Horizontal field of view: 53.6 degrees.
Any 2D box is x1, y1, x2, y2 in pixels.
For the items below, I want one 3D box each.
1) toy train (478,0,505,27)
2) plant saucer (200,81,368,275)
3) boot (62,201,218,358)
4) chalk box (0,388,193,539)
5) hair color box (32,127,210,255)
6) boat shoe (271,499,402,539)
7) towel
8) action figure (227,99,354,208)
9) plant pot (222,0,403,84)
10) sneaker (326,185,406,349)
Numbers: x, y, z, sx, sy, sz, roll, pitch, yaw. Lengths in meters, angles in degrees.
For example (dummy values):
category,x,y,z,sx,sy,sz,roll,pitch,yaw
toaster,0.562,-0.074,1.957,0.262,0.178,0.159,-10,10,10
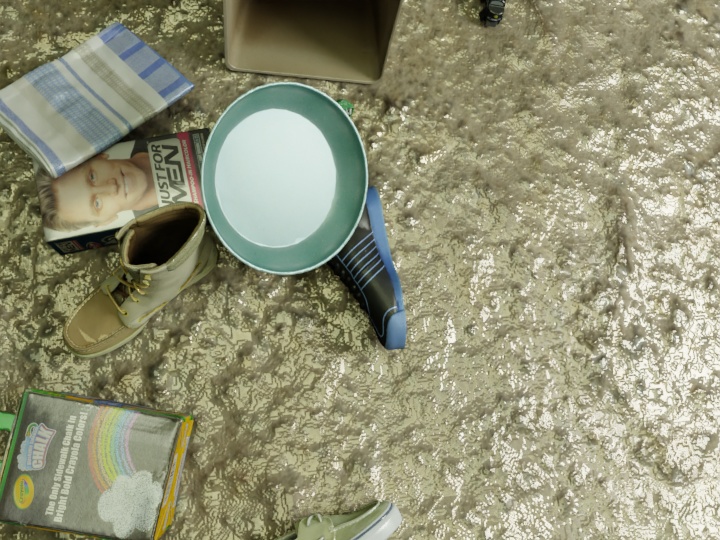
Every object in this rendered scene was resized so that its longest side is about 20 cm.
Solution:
category,x,y,z,sx,sy,sz,roll,pitch,yaw
toy train,0.182,-0.427,0.958,0.034,0.046,0.203,5,78,-7
plant saucer,-0.083,-0.098,0.766,0.198,0.036,0.203,-6,101,-33
boot,-0.240,0.010,0.750,0.199,0.155,0.072,-38,86,-14
chalk box,-0.285,0.191,0.724,0.198,0.124,0.126,12,78,-5
hair color box,-0.259,-0.091,0.817,0.198,0.061,0.101,-13,80,-10
boat shoe,-0.051,0.295,0.762,0.198,0.072,0.063,-28,86,-10
towel,-0.311,-0.201,0.816,0.147,0.024,0.200,41,65,18
action figure,-0.073,-0.138,0.840,0.054,0.119,0.201,32,65,13
plant pot,-0.057,-0.364,0.845,0.197,0.200,0.179,3,67,-8
sneaker,0.000,0.000,0.836,0.077,0.070,0.202,-11,73,-7
